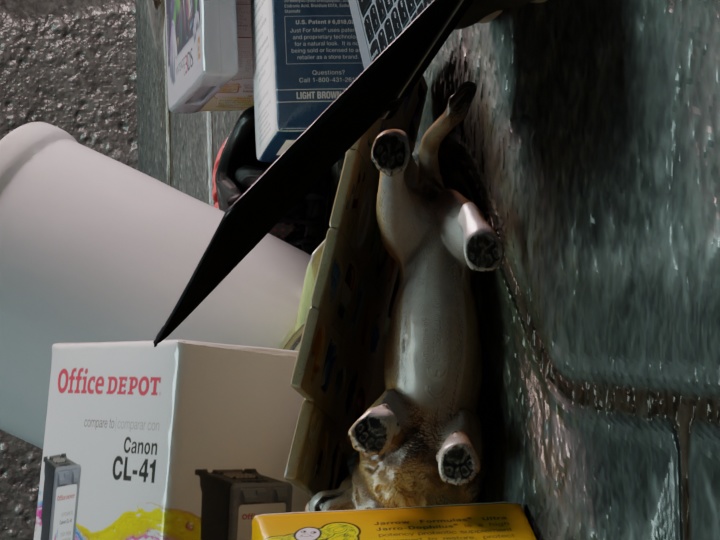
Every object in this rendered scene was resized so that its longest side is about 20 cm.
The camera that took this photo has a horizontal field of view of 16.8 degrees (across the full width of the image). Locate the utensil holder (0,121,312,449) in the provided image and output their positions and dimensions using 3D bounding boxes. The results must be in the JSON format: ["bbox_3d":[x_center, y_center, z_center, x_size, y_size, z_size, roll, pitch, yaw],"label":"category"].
[{"bbox_3d":[-0.125,0.035,1.350,0.171,0.199,0.170,-59,-14,-24],"label":"utensil holder"}]

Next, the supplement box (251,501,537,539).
[{"bbox_3d":[0.023,0.176,0.876,0.200,0.109,0.110,-113,23,-68],"label":"supplement box"}]

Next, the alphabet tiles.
[{"bbox_3d":[0.000,0.000,1.065,0.166,0.006,0.201,57,-134,-76],"label":"alphabet tiles"}]

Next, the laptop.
[{"bbox_3d":[-0.028,-0.099,0.856,0.187,0.115,0.201,131,128,-71],"label":"laptop"}]

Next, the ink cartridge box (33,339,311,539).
[{"bbox_3d":[-0.090,0.135,1.137,0.147,0.085,0.202,-4,81,58],"label":"ink cartridge box"}]

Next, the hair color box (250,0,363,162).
[{"bbox_3d":[-0.025,-0.164,1.285,0.100,0.060,0.202,145,122,-79],"label":"hair color box"}]

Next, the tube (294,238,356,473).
[{"bbox_3d":[-0.011,0.034,1.256,0.201,0.052,0.058,98,167,-49],"label":"tube"}]

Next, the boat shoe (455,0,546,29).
[{"bbox_3d":[0.036,-0.127,0.906,0.200,0.057,0.067,145,123,-80],"label":"boat shoe"}]

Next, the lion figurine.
[{"bbox_3d":[0.028,0.026,1.003,0.122,0.072,0.201,18,-96,-86],"label":"lion figurine"}]

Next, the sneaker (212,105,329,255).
[{"bbox_3d":[-0.053,-0.011,1.457,0.098,0.070,0.202,104,164,-67],"label":"sneaker"}]

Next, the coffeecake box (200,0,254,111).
[{"bbox_3d":[-0.065,-0.210,1.489,0.200,0.073,0.155,110,157,-65],"label":"coffeecake box"}]

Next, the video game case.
[{"bbox_3d":[-0.095,-0.199,1.385,0.182,0.023,0.202,165,104,-79],"label":"video game case"}]

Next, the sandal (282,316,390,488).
[{"bbox_3d":[-0.034,0.110,1.211,0.057,0.079,0.202,49,121,45],"label":"sandal"}]
